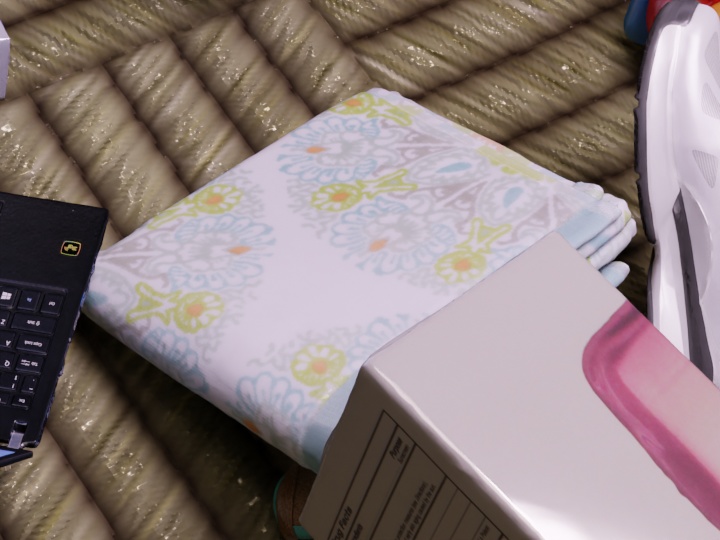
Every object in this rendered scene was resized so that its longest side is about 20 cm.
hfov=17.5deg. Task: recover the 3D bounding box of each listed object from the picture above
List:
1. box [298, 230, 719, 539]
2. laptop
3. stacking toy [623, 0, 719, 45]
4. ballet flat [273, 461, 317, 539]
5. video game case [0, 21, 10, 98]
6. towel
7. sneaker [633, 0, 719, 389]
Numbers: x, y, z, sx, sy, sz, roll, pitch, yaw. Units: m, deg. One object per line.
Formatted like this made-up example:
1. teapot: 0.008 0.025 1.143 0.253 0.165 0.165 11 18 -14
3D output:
1. box: 0.090 0.108 0.877 0.109 0.128 0.200 -33 70 -31
2. laptop: -0.213 0.012 0.949 0.177 0.103 0.200 10 54 5
3. stacking toy: 0.196 -0.070 1.129 0.116 0.110 0.200 7 58 -10
4. ballet flat: 0.053 0.066 1.014 0.200 0.072 0.068 -29 107 -29
5. video game case: -0.282 -0.143 1.080 0.181 0.045 0.200 -16 58 -25
6. towel: 0.000 0.000 1.034 0.200 0.048 0.171 -33 43 -31
7. sneaker: 0.186 -0.023 1.047 0.115 0.076 0.201 -2 97 19
